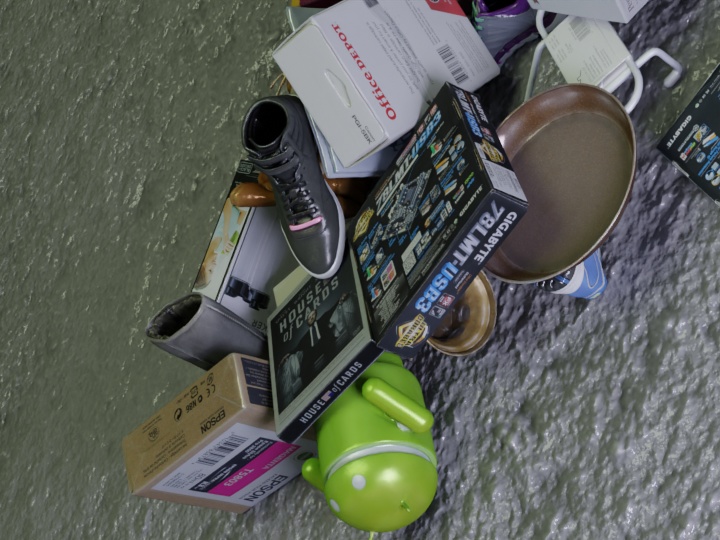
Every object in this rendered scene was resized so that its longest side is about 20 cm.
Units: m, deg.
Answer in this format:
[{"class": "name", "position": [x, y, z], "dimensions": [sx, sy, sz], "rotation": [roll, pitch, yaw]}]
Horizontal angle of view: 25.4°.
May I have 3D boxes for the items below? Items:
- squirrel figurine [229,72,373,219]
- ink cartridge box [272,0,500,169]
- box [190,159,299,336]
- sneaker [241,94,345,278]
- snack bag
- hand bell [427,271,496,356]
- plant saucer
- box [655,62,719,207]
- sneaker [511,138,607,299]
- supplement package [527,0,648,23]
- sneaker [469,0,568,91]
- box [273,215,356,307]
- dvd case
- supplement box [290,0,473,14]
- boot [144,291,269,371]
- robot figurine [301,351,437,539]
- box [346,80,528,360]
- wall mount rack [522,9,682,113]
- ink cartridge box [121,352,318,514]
[{"class": "squirrel figurine", "position": [-0.037, -0.165, 1.776], "dimensions": [0.141, 0.200, 0.187], "rotation": [9, 103, 30]}, {"class": "ink cartridge box", "position": [0.028, -0.214, 1.648], "dimensions": [0.083, 0.200, 0.147], "rotation": [-31, 92, 49]}, {"class": "box", "position": [-0.116, -0.015, 1.861], "dimensions": [0.060, 0.117, 0.200], "rotation": [14, 81, 50]}, {"class": "sneaker", "position": [-0.074, -0.089, 1.633], "dimensions": [0.071, 0.099, 0.201], "rotation": [-16, 82, 20]}, {"class": "snack bag", "position": [0.012, -0.193, 1.696], "dimensions": [0.021, 0.188, 0.200], "rotation": [-32, 71, 49]}, {"class": "hand bell", "position": [0.044, 0.051, 1.675], "dimensions": [0.200, 0.104, 0.104], "rotation": [-19, 56, 58]}, {"class": "plant saucer", "position": [0.180, -0.077, 1.482], "dimensions": [0.200, 0.032, 0.201], "rotation": [-24, 53, 36]}, {"class": "box", "position": [0.371, -0.141, 1.399], "dimensions": [0.200, 0.046, 0.159], "rotation": [-54, 39, 15]}, {"class": "sneaker", "position": [0.186, -0.054, 1.547], "dimensions": [0.076, 0.077, 0.200], "rotation": [-33, 50, 33]}, {"class": "supplement package", "position": [0.231, -0.378, 1.523], "dimensions": [0.200, 0.191, 0.147], "rotation": [-47, 34, -15]}, {"class": "sneaker", "position": [0.131, -0.264, 1.718], "dimensions": [0.200, 0.087, 0.075], "rotation": [-37, 46, 32]}, {"class": "box", "position": [0.000, 0.000, 1.742], "dimensions": [0.200, 0.082, 0.068], "rotation": [-42, 45, 30]}, {"class": "dvd case", "position": [-0.039, 0.064, 1.632], "dimensions": [0.150, 0.025, 0.200], "rotation": [-47, 28, 22]}, {"class": "supplement box", "position": [0.036, -0.345, 1.842], "dimensions": [0.200, 0.131, 0.103], "rotation": [-11, 64, 48]}, {"class": "boot", "position": [-0.155, 0.106, 1.770], "dimensions": [0.182, 0.200, 0.073], "rotation": [-38, 47, 34]}, {"class": "robot figurine", "position": [0.014, 0.173, 1.601], "dimensions": [0.176, 0.115, 0.200], "rotation": [-52, 36, 41]}, {"class": "box", "position": [0.067, -0.050, 1.534], "dimensions": [0.200, 0.050, 0.199], "rotation": [-55, 27, 25]}, {"class": "wall mount rack", "position": [0.222, -0.186, 1.586], "dimensions": [0.174, 0.074, 0.200], "rotation": [-43, 43, 22]}, {"class": "ink cartridge box", "position": [-0.134, 0.181, 1.734], "dimensions": [0.200, 0.165, 0.075], "rotation": [-39, 51, 31]}]
